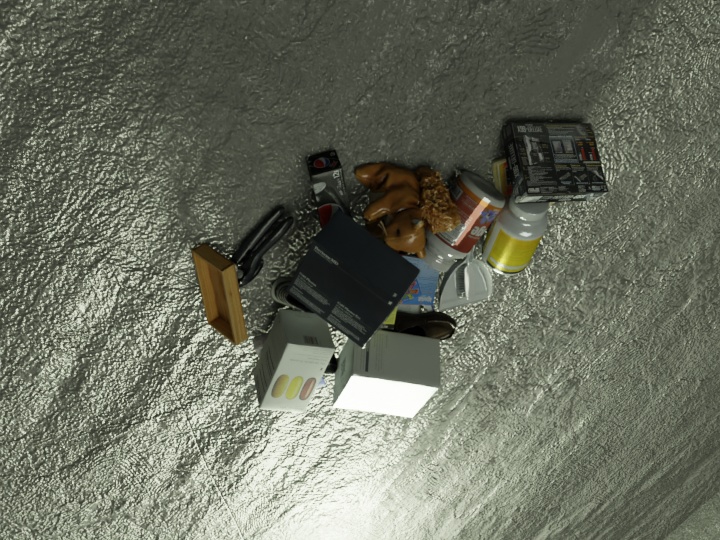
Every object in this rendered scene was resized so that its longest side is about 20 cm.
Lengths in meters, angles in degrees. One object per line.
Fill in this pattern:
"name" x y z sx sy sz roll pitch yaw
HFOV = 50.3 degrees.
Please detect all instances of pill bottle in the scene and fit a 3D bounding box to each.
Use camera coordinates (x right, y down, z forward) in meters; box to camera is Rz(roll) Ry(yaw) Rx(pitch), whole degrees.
"pill bottle" 0.206 -0.099 1.620 0.112 0.112 0.201 18 119 -33
"pill bottle" 0.337 -0.088 1.651 0.111 0.113 0.201 -9 147 -15

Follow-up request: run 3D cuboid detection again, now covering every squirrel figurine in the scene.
"squirrel figurine" 0.103 -0.117 1.510 0.198 0.187 0.142 -14 131 -11

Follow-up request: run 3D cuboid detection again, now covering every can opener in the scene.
"can opener" -0.209 -0.047 1.536 0.063 0.079 0.200 38 108 1

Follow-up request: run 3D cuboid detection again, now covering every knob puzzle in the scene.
"knob puzzle" 0.391 -0.197 1.673 0.218 0.031 0.221 -12 130 -14

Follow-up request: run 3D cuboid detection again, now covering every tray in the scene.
"tray" -0.281 0.049 1.545 0.037 0.098 0.201 -35 140 -32

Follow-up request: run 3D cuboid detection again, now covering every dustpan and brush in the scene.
"dustpan and brush" 0.243 -0.003 1.745 0.139 0.057 0.202 -13 112 -19

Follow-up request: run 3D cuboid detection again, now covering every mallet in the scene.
"mallet" -0.095 0.143 1.748 0.041 0.066 0.201 -16 117 -1

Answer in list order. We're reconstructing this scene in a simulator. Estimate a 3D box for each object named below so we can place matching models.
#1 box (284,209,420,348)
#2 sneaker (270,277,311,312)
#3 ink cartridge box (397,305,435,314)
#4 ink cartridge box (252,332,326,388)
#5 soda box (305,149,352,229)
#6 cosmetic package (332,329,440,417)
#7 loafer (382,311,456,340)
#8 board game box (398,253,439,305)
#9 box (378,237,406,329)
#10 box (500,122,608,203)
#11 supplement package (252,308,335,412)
"box" -0.018 0.020 1.483 0.199 0.104 0.182 37 141 0
"sneaker" -0.082 0.068 1.623 0.199 0.115 0.076 8 100 -27
"ink cartridge box" 0.076 0.118 1.790 0.199 0.041 0.200 -25 133 -3
"ink cartridge box" -0.161 0.212 1.769 0.119 0.042 0.201 -21 129 -3
"soda box" -0.056 -0.131 1.511 0.063 0.071 0.201 -15 132 -4
"cosmetic package" 0.056 0.231 1.719 0.198 0.124 0.200 11 148 -11
"loafer" 0.139 0.142 1.762 0.199 0.072 0.073 3 126 -27
"board game box" 0.117 0.023 1.651 0.200 0.019 0.104 7 94 -60
"box" 0.047 0.022 1.617 0.075 0.050 0.202 3 100 -40
"box" 0.398 -0.222 1.573 0.198 0.159 0.050 -5 165 -20
"supplement package" -0.148 0.198 1.661 0.113 0.110 0.201 9 126 -24
